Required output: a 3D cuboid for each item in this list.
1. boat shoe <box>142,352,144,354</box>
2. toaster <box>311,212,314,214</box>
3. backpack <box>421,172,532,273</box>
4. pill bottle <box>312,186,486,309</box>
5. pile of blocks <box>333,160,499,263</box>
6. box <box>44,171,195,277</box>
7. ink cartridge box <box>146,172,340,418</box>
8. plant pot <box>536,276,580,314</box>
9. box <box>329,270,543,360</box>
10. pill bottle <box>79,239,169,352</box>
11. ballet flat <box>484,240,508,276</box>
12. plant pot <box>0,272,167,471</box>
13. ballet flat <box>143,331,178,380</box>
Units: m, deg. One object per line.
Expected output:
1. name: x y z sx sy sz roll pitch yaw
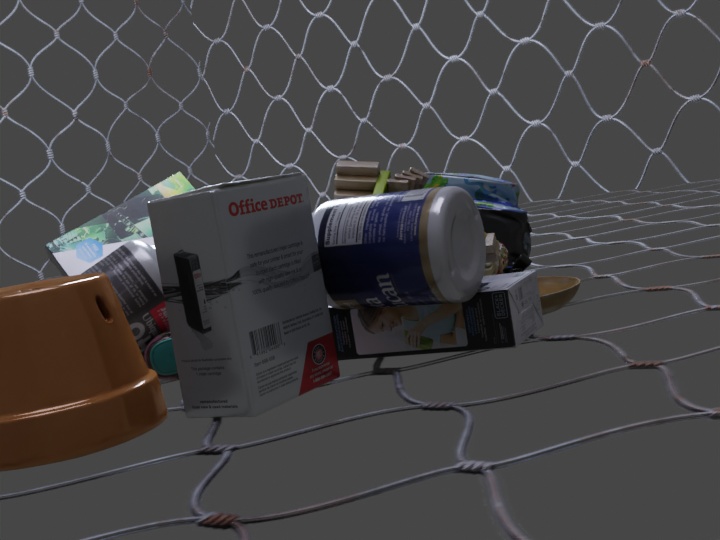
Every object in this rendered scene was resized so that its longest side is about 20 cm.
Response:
1. boat shoe: -0.209 0.069 1.314 0.070 0.070 0.200 -51 -22 26
2. toaster: -0.034 -0.025 1.541 0.129 0.114 0.200 5 -13 -32
3. backpack: 0.144 -0.053 1.437 0.182 0.148 0.200 6 -8 8
4. pill bottle: 0.013 -0.018 1.038 0.199 0.112 0.111 -4 7 30
5. pile of blocks: 0.058 -0.051 1.108 0.199 0.082 0.062 22 42 -5
6. box: -0.266 -0.024 1.304 0.200 0.144 0.036 -32 -27 -23
7. ink cartridge box: -0.103 0.019 0.964 0.083 0.201 0.144 -5 7 32
8. plant pot: 0.160 0.038 1.237 0.199 0.028 0.200 -9 5 1
9. box: 0.079 0.047 1.102 0.199 0.060 0.117 -6 7 24
10. pill bottle: -0.260 0.036 1.165 0.200 0.111 0.111 -37 14 -15
11. ballet flat: 0.109 -0.003 1.216 0.199 0.076 0.064 1 20 -37
12. plant pot: -0.282 0.082 0.940 0.199 0.141 0.200 -9 5 1
13. ballet flat: -0.143 0.076 1.172 0.199 0.069 0.071 -15 3 -10
